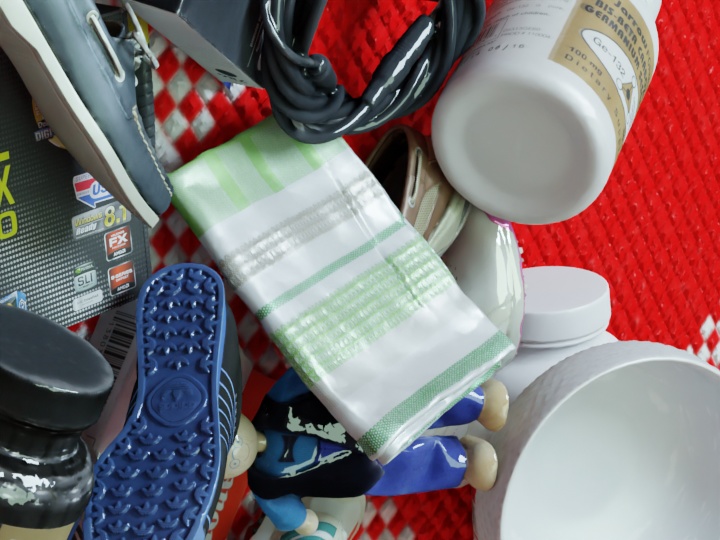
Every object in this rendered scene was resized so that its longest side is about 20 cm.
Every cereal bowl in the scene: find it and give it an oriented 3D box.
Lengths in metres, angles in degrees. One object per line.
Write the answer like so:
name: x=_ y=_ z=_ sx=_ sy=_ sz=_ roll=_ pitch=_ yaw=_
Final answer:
cereal bowl: x=0.156 y=0.135 z=1.395 sx=0.198 sy=0.083 sz=0.202 roll=-8 pitch=110 yaw=-24

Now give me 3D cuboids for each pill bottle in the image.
pill bottle: x=-0.198 y=0.122 z=1.079 sx=0.111 sy=0.112 sz=0.201 roll=6 pitch=115 yaw=-49
pill bottle: x=0.128 y=0.105 z=1.486 sx=0.112 sy=0.112 sz=0.202 roll=-24 pitch=119 yaw=-42
pill bottle: x=0.125 y=-0.130 z=1.383 sx=0.201 sy=0.113 sz=0.115 roll=-61 pitch=142 yaw=-47

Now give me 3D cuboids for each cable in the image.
cable: x=0.002 y=-0.147 z=1.247 sx=0.199 sy=0.051 sz=0.164 roll=-19 pitch=140 yaw=-50

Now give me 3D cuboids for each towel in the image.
towel: x=-0.009 y=0.000 z=1.252 sx=0.201 sy=0.031 sz=0.149 roll=52 pitch=39 yaw=3

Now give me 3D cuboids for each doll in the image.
doll: x=-0.010 y=0.093 z=1.282 sx=0.198 sy=0.048 sz=0.138 roll=-2 pitch=111 yaw=-30

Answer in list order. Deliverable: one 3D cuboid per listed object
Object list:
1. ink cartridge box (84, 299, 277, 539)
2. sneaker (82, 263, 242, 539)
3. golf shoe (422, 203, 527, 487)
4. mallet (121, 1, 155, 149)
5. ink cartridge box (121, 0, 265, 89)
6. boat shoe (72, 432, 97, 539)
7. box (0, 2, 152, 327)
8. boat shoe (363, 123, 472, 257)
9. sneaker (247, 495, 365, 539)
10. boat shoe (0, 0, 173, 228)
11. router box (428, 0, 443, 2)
ink cartridge box: x=-0.099 y=0.122 z=1.282 sx=0.199 sy=0.057 sz=0.164 roll=30 pitch=78 yaw=-44
sneaker: x=-0.095 y=0.096 z=1.147 sx=0.078 sy=0.069 sz=0.201 roll=78 pitch=17 yaw=-51
golf shoe: x=0.049 y=0.052 z=1.400 sx=0.091 sy=0.075 sz=0.202 roll=-6 pitch=114 yaw=-37
mallet: x=-0.113 y=-0.128 z=1.177 sx=0.041 sy=0.065 sz=0.202 roll=-36 pitch=127 yaw=-47
ink cartridge box: x=-0.068 y=-0.160 z=1.178 sx=0.200 sy=0.039 sz=0.100 roll=32 pitch=75 yaw=-76
boat shoe: x=-0.162 y=0.131 z=1.155 sx=0.063 sy=0.201 sz=0.071 roll=-25 pitch=170 yaw=0
box: x=-0.198 y=-0.038 z=1.123 sx=0.199 sy=0.044 sz=0.162 roll=-23 pitch=118 yaw=-43
boat shoe: x=0.000 y=0.000 z=1.346 sx=0.072 sy=0.075 sz=0.201 roll=42 pitch=62 yaw=-40
sneaker: x=-0.035 y=0.193 z=1.319 sx=0.199 sy=0.093 sz=0.071 roll=-34 pitch=136 yaw=-51
boat shoe: x=-0.139 y=-0.108 z=1.083 sx=0.062 sy=0.075 sz=0.201 roll=-43 pitch=121 yaw=-17
router box: x=0.024 y=-0.282 z=1.298 sx=0.158 sy=0.052 sz=0.200 roll=-60 pitch=137 yaw=-18
